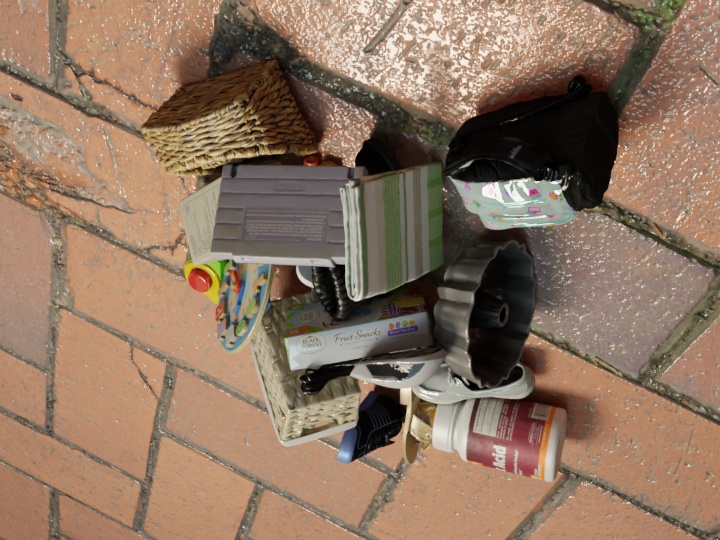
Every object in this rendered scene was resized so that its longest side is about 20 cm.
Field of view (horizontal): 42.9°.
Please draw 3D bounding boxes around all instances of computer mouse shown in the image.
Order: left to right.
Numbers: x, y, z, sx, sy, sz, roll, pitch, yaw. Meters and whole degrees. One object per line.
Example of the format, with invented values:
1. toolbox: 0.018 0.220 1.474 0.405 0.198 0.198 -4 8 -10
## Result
1. computer mouse: 0.025 0.136 1.217 0.197 0.109 0.045 -9 92 32

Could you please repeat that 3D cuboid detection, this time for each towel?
1. towel: 0.045 -0.055 1.178 0.030 0.199 0.152 9 108 35

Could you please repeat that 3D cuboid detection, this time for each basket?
1. basket: -0.180 -0.174 1.253 0.197 0.144 0.150 -7 125 32
2. basket: -0.085 0.146 1.419 0.133 0.203 0.124 -12 153 -17

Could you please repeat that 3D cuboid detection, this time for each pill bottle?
1. pill bottle: 0.220 0.256 1.453 0.196 0.115 0.116 10 133 19

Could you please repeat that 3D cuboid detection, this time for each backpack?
1. backpack: 0.199 -0.126 1.096 0.197 0.168 0.127 -5 132 38

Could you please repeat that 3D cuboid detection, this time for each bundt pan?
1. bundt pan: 0.164 0.053 1.251 0.075 0.202 0.204 13 136 34

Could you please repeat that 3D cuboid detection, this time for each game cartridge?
1. game cartridge: -0.092 -0.071 1.187 0.196 0.132 0.038 3 168 14

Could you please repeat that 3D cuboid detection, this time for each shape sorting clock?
1. shape sorting clock: -0.180 0.026 1.404 0.039 0.203 0.200 12 142 -24

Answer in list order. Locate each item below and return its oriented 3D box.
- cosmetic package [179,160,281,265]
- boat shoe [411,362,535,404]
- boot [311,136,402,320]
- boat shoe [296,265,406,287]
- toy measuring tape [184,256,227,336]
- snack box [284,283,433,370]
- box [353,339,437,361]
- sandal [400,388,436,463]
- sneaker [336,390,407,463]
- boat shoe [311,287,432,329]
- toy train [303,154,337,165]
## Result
1. cosmetic package: -0.182 -0.080 1.332 0.199 0.072 0.106 -16 87 53
2. boat shoe: 0.167 0.162 1.414 0.197 0.071 0.072 -4 154 20
3. boot: -0.003 -0.055 1.226 0.079 0.156 0.215 11 122 62
4. boat shoe: 0.000 0.000 1.324 0.196 0.071 0.066 -9 159 -19
5. toy measuring tape: -0.257 0.028 1.530 0.072 0.074 0.202 18 135 11
6. snack box: -0.004 0.076 1.287 0.196 0.142 0.054 -10 104 1
7. box: 0.072 0.124 1.370 0.141 0.199 0.037 -9 85 31
8. sandal: 0.110 0.251 1.536 0.068 0.078 0.215 8 126 20
9. sneaker: 0.023 0.263 1.511 0.077 0.200 0.071 21 115 11
10. boat shoe: 0.011 0.071 1.410 0.197 0.075 0.067 23 150 -9
11. toy train: -0.047 -0.070 1.341 0.149 0.056 0.200 -26 115 40
